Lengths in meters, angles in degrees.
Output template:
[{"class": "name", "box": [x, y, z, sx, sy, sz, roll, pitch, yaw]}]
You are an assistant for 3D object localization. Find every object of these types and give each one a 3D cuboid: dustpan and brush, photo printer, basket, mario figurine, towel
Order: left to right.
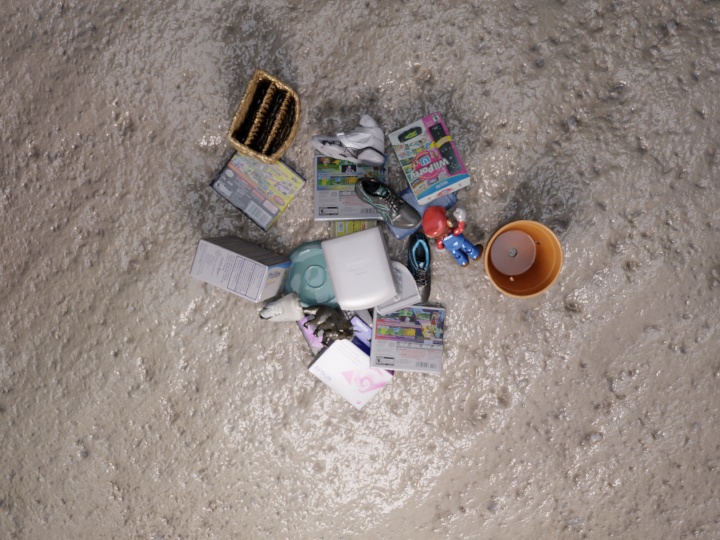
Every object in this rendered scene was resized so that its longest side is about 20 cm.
[{"class": "basket", "box": [-0.234, -0.382, 1.515, 0.142, 0.149, 0.201, 24, 88, -2]}, {"class": "photo printer", "box": [0.000, 0.000, 1.551, 0.166, 0.069, 0.201, -15, 87, 2]}, {"class": "dustpan and brush", "box": [0.082, 0.005, 1.612, 0.139, 0.057, 0.201, -23, 58, 31]}, {"class": "towel", "box": [0.154, -0.176, 1.602, 0.200, 0.049, 0.112, -33, 97, 6]}, {"class": "mario figurine", "box": [0.242, -0.105, 1.580, 0.124, 0.106, 0.200, -47, 117, 1]}]

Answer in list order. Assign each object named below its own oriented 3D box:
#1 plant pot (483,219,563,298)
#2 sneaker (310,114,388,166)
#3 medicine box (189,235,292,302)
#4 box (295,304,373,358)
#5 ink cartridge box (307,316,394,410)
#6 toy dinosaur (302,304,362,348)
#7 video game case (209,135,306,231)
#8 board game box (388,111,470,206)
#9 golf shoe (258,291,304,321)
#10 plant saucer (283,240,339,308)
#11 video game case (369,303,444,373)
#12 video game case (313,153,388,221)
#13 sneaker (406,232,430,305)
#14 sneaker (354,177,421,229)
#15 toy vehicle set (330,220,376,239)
[{"class": "plant pot", "box": [0.416, -0.040, 1.570, 0.199, 0.140, 0.201, 0, 100, 2]}, {"class": "sneaker", "box": [-0.024, -0.351, 1.560, 0.199, 0.075, 0.115, 14, 82, 0]}, {"class": "medicine box", "box": [-0.309, -0.009, 1.559, 0.199, 0.182, 0.103, 22, 101, 10]}, {"class": "box", "box": [-0.061, 0.158, 1.669, 0.200, 0.036, 0.143, -28, 98, 4]}, {"class": "ink cartridge box", "box": [-0.010, 0.261, 1.656, 0.196, 0.043, 0.200, 40, 103, -13]}, {"class": "toy dinosaur", "box": [-0.089, 0.142, 1.602, 0.200, 0.077, 0.102, 40, 87, 26]}, {"class": "video game case", "box": [-0.278, -0.238, 1.617, 0.200, 0.026, 0.181, 39, 99, -4]}, {"class": "board game box", "box": [0.179, -0.289, 1.543, 0.147, 0.064, 0.201, -24, 77, 6]}, {"class": "golf shoe", "box": [-0.212, 0.110, 1.580, 0.097, 0.200, 0.079, -16, 85, -24]}, {"class": "plant saucer", "box": [-0.123, 0.018, 1.635, 0.199, 0.027, 0.201, 0, 89, 6]}, {"class": "video game case", "box": [0.130, 0.186, 1.640, 0.199, 0.023, 0.183, 5, 81, -4]}, {"class": "video game case", "box": [-0.024, -0.222, 1.584, 0.199, 0.022, 0.183, -1, 79, 2]}, {"class": "sneaker", "box": [0.156, 0.000, 1.613, 0.073, 0.082, 0.201, -5, 101, 0]}, {"class": "sneaker", "box": [0.068, -0.173, 1.520, 0.200, 0.079, 0.076, 32, 81, 6]}, {"class": "toy vehicle set", "box": [-0.019, -0.116, 1.606, 0.124, 0.027, 0.201, 2, 87, 2]}]
